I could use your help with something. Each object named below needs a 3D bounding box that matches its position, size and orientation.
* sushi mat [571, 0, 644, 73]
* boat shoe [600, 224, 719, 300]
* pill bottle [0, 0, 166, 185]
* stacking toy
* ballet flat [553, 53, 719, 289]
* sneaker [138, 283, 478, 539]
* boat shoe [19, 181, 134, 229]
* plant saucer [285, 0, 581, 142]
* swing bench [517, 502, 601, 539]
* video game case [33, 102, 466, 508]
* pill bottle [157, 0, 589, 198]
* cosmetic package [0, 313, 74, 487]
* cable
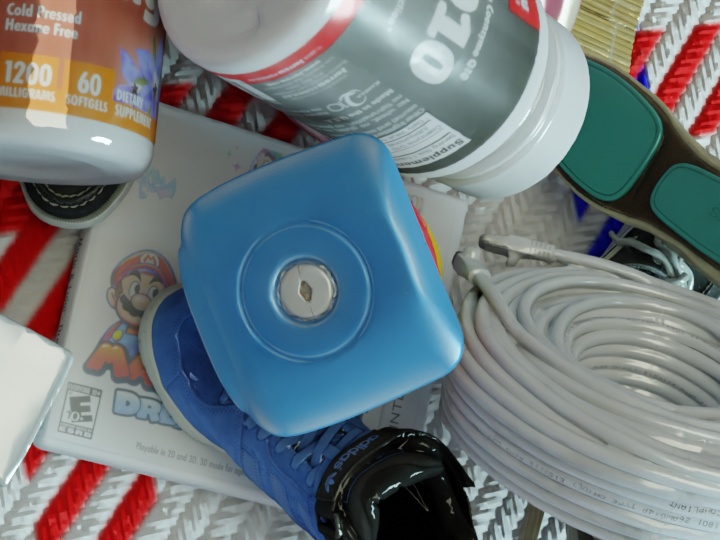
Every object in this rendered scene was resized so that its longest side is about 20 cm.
[{"bbox_3d":[0.072,-0.169,1.128,0.200,0.012,0.096,22,74,-20],"label":"sushi mat"},{"bbox_3d":[0.150,0.012,1.109,0.199,0.068,0.074,-28,95,-24],"label":"boat shoe"},{"bbox_3d":[-0.139,-0.145,0.912,0.112,0.112,0.201,8,82,-23],"label":"pill bottle"},{"bbox_3d":[0.000,0.000,0.973,0.110,0.200,0.116,-22,90,15],"label":"stacking toy"},{"bbox_3d":[0.163,-0.044,1.084,0.069,0.070,0.200,-23,49,-25],"label":"ballet flat"},{"bbox_3d":[-0.018,0.081,0.975,0.077,0.111,0.200,-41,100,-23],"label":"sneaker"},{"bbox_3d":[-0.132,-0.122,0.996,0.075,0.060,0.201,4,76,0],"label":"boat shoe"},{"bbox_3d":[0.039,-0.145,1.036,0.200,0.051,0.201,-16,123,-26],"label":"plant saucer"},{"bbox_3d":[0.197,0.159,1.022,0.198,0.200,0.130,3,112,-25],"label":"swing bench"},{"bbox_3d":[-0.051,0.024,1.042,0.199,0.024,0.183,16,77,-21],"label":"video game case"},{"bbox_3d":[0.013,-0.109,0.926,0.200,0.114,0.114,25,71,-48],"label":"pill bottle"},{"bbox_3d":[-0.240,0.026,0.916,0.200,0.102,0.074,30,73,-16],"label":"cosmetic package"},{"bbox_3d":[0.134,0.065,0.960,0.199,0.200,0.069,14,114,-7],"label":"cable"}]
